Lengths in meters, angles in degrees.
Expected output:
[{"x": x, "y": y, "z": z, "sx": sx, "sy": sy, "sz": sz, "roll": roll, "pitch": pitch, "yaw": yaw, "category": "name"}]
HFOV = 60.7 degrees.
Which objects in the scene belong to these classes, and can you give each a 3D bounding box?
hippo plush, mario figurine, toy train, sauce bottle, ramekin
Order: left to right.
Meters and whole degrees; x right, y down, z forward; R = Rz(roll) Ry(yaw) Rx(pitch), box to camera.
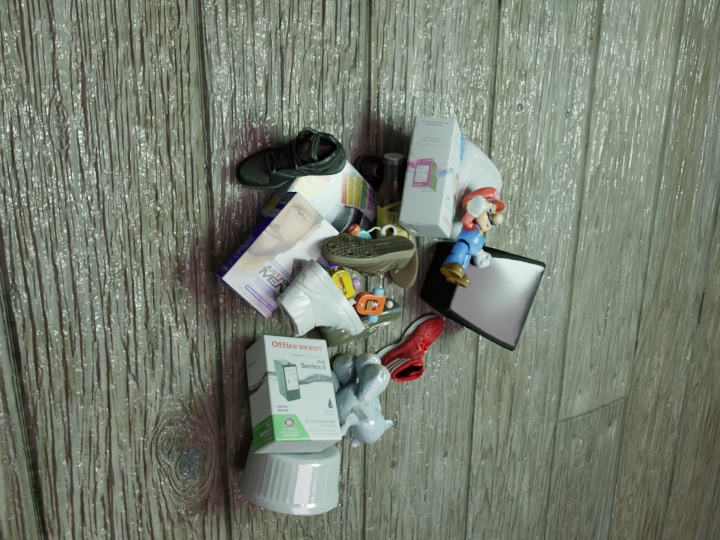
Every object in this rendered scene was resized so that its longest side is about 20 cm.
[{"x": -0.132, "y": 0.388, "z": 1.203, "sx": 0.198, "sy": 0.200, "sz": 0.099, "roll": 10, "pitch": 92, "yaw": -34, "category": "ramekin"}, {"x": 0.000, "y": 0.000, "z": 1.199, "sx": 0.148, "sy": 0.056, "sz": 0.203, "roll": -1, "pitch": 110, "yaw": -29, "category": "toy train"}, {"x": 0.014, "y": 0.279, "z": 1.276, "sx": 0.158, "sy": 0.201, "sz": 0.161, "roll": -32, "pitch": 129, "yaw": 4, "category": "hippo plush"}, {"x": 0.062, "y": -0.124, "z": 1.195, "sx": 0.065, "sy": 0.066, "sz": 0.203, "roll": -18, "pitch": 122, "yaw": -27, "category": "sauce bottle"}, {"x": 0.233, "y": -0.069, "z": 1.198, "sx": 0.105, "sy": 0.123, "sz": 0.202, "roll": 24, "pitch": 79, "yaw": -5, "category": "mario figurine"}]

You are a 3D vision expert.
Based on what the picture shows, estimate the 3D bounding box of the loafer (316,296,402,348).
[{"x": -0.002, "y": 0.108, "z": 1.284, "sx": 0.197, "sy": 0.075, "sz": 0.071, "roll": -14, "pitch": 122, "yaw": -24, "category": "loafer"}]

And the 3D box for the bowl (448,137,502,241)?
[{"x": 0.227, "y": -0.165, "z": 1.314, "sx": 0.199, "sy": 0.074, "sz": 0.202, "roll": 27, "pitch": 87, "yaw": -51, "category": "bowl"}]

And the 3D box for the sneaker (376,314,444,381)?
[{"x": 0.132, "y": 0.182, "z": 1.355, "sx": 0.199, "sy": 0.115, "sz": 0.079, "roll": -38, "pitch": 120, "yaw": -17, "category": "sneaker"}]

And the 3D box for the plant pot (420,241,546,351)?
[{"x": 0.252, "y": 0.034, "z": 1.353, "sx": 0.176, "sy": 0.199, "sz": 0.203, "roll": 20, "pitch": 93, "yaw": -24, "category": "plant pot"}]

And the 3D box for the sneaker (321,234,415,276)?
[{"x": 0.012, "y": -0.016, "z": 1.117, "sx": 0.198, "sy": 0.071, "sz": 0.076, "roll": -3, "pitch": 133, "yaw": -33, "category": "sneaker"}]

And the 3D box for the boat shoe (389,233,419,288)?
[{"x": 0.094, "y": -0.063, "z": 1.290, "sx": 0.065, "sy": 0.071, "sz": 0.203, "roll": -43, "pitch": 130, "yaw": -54, "category": "boat shoe"}]

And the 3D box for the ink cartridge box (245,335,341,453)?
[{"x": -0.129, "y": 0.232, "z": 1.156, "sx": 0.144, "sy": 0.084, "sz": 0.202, "roll": 10, "pitch": 56, "yaw": -35, "category": "ink cartridge box"}]

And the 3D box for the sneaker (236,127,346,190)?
[{"x": -0.124, "y": -0.195, "z": 1.059, "sx": 0.196, "sy": 0.114, "sz": 0.077, "roll": -8, "pitch": 79, "yaw": 0, "category": "sneaker"}]

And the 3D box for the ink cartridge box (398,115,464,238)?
[{"x": 0.139, "y": -0.171, "z": 1.172, "sx": 0.144, "sy": 0.083, "sz": 0.203, "roll": 20, "pitch": 80, "yaw": -72, "category": "ink cartridge box"}]

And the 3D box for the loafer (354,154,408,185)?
[{"x": 0.084, "y": -0.193, "z": 1.247, "sx": 0.198, "sy": 0.063, "sz": 0.073, "roll": 1, "pitch": 103, "yaw": -34, "category": "loafer"}]

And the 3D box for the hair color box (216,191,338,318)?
[{"x": -0.145, "y": -0.030, "z": 1.082, "sx": 0.109, "sy": 0.065, "sz": 0.201, "roll": 43, "pitch": 78, "yaw": -21, "category": "hair color box"}]

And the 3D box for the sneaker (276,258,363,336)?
[{"x": -0.077, "y": 0.080, "z": 1.100, "sx": 0.116, "sy": 0.073, "sz": 0.201, "roll": -45, "pitch": 133, "yaw": -10, "category": "sneaker"}]

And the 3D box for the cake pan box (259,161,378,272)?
[{"x": -0.066, "y": -0.120, "z": 1.183, "sx": 0.185, "sy": 0.052, "sz": 0.200, "roll": -51, "pitch": 125, "yaw": -7, "category": "cake pan box"}]
